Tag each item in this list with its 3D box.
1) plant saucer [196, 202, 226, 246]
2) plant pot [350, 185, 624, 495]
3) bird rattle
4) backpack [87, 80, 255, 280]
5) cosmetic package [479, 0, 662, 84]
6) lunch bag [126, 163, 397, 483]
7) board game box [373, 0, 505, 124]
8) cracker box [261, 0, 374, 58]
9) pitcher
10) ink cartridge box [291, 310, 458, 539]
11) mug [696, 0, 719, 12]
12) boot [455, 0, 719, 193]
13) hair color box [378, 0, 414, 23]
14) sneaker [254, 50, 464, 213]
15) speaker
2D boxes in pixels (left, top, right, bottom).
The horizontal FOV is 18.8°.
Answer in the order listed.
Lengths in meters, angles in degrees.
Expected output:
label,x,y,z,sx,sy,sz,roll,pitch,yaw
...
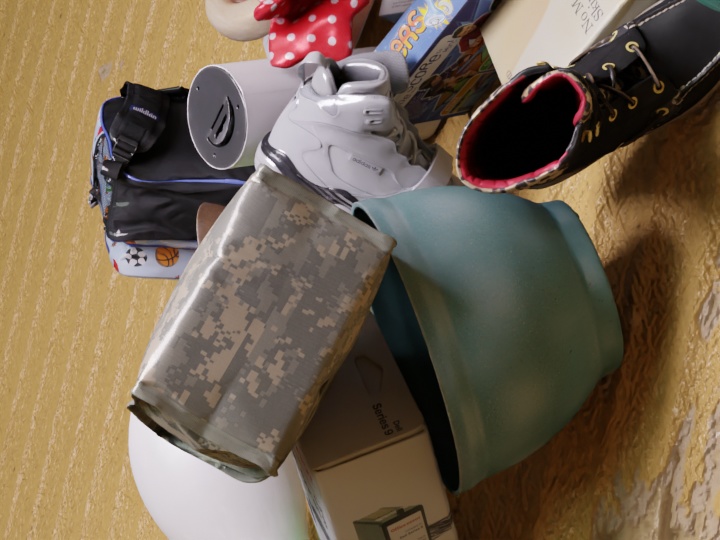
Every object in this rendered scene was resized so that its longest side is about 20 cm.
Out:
label,x,y,z,sx,sy,sz,roll,pitch,yaw
plant saucer,-0.076,0.035,1.734,0.037,0.201,0.201,-20,48,9
plant pot,0.090,0.030,1.417,0.200,0.134,0.201,161,90,-82
bird rattle,-0.053,-0.230,1.665,0.163,0.112,0.201,-20,53,42
backpack,-0.151,-0.082,1.907,0.191,0.199,0.155,-112,34,-53
cosmetic package,0.175,-0.193,1.483,0.200,0.071,0.105,-51,42,33
lunch bag,-0.066,0.041,1.367,0.164,0.117,0.200,-61,4,-9
board game box,0.083,-0.183,1.586,0.035,0.135,0.200,54,128,17
cracker box,-0.031,-0.231,1.830,0.200,0.057,0.134,-112,44,-73
pitcher,-0.089,0.177,1.627,0.121,0.172,0.201,-26,78,3
ink cartridge box,0.007,0.149,1.476,0.146,0.084,0.201,-118,10,-53
mug,0.251,-0.217,1.308,0.152,0.114,0.186,-28,63,7
boot,0.152,-0.113,1.376,0.200,0.151,0.073,-32,85,21
hair color box,0.084,-0.291,1.717,0.099,0.060,0.201,3,78,61
sneaker,0.030,-0.083,1.546,0.075,0.199,0.115,-72,3,-51
speaker,-0.033,-0.128,1.674,0.081,0.199,0.082,17,112,49
